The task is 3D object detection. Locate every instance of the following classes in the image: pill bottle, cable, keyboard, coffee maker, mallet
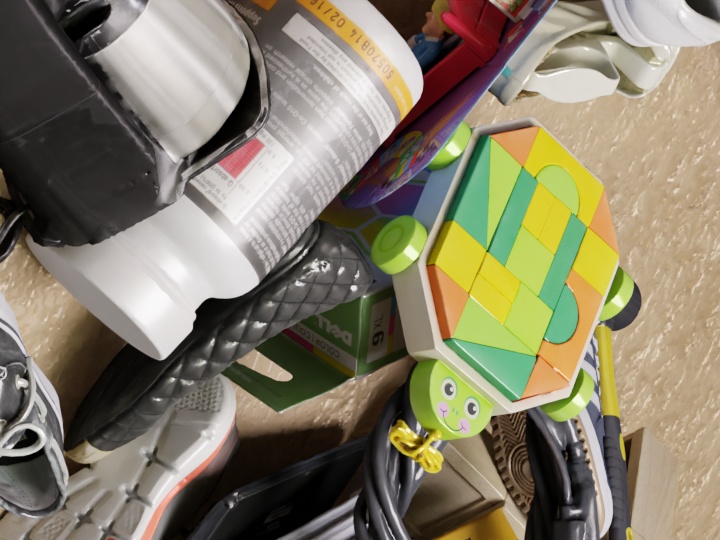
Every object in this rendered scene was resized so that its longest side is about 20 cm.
[{"bbox_3d":[-0.070,-0.059,1.521,0.200,0.116,0.116,-49,142,-12],"label":"pill bottle"},{"bbox_3d":[0.061,0.123,1.642,0.163,0.051,0.200,-8,95,-36],"label":"cable"},{"bbox_3d":[-0.067,0.139,1.705,0.104,0.040,0.200,-56,164,18],"label":"keyboard"},{"bbox_3d":[-0.162,-0.103,1.377,0.192,0.135,0.200,-49,141,-7],"label":"coffee maker"},{"bbox_3d":[0.148,0.081,1.835,0.066,0.041,0.200,40,42,-51],"label":"mallet"}]

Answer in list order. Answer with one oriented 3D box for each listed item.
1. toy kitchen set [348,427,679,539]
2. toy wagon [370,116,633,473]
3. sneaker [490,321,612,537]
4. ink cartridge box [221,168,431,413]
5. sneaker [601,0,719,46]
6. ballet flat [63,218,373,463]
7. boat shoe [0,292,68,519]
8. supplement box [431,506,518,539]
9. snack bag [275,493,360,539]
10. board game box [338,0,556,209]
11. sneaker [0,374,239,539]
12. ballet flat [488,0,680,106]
[{"bbox_3d":[0.070,0.151,1.877,0.163,0.180,0.200,-31,116,30],"label":"toy kitchen set"},{"bbox_3d":[0.073,0.017,1.597,0.155,0.040,0.200,41,57,-29],"label":"toy wagon"},{"bbox_3d":[0.121,0.062,1.783,0.070,0.200,0.108,-30,169,40],"label":"sneaker"},{"bbox_3d":[0.000,0.000,1.651,0.200,0.104,0.059,-24,131,-35],"label":"ink cartridge box"},{"bbox_3d":[0.156,-0.210,1.656,0.075,0.088,0.200,-46,122,-22],"label":"sneaker"},{"bbox_3d":[-0.079,0.046,1.580,0.200,0.066,0.057,-37,118,19],"label":"ballet flat"},{"bbox_3d":[-0.193,0.069,1.486,0.074,0.068,0.199,-19,150,-1],"label":"boat shoe"},{"bbox_3d":[0.031,0.280,1.730,0.197,0.200,0.133,-36,170,35],"label":"supplement box"},{"bbox_3d":[-0.079,0.200,1.701,0.200,0.021,0.189,-25,163,-35],"label":"snack bag"},{"bbox_3d":[0.041,-0.123,1.608,0.039,0.158,0.200,40,83,-15],"label":"board game box"},{"bbox_3d":[-0.131,0.145,1.637,0.200,0.077,0.082,-45,148,-14],"label":"sneaker"},{"bbox_3d":[0.139,-0.125,1.745,0.200,0.069,0.069,-9,122,-44],"label":"ballet flat"}]
